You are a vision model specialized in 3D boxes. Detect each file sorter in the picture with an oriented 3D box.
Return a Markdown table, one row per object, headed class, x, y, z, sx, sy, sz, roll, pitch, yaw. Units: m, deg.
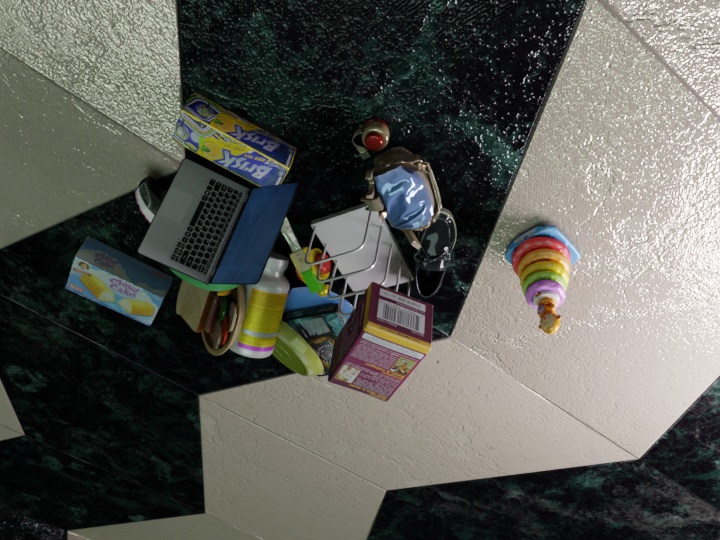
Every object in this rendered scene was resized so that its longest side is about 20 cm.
| class | x | y | z | sx | sy | sz | roll | pitch | yaw |
| --- | --- | --- | --- | --- | --- | --- | --- | --- | --- |
| file sorter | 0.000 | 0.000 | 1.167 | 0.136 | 0.126 | 0.201 | -14 | 130 | 24 |

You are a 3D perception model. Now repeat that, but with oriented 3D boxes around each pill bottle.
| class | x | y | z | sx | sy | sz | roll | pitch | yaw |
| --- | --- | --- | --- | --- | --- | --- | --- | --- | --- |
| pill bottle | -0.203 | 0.064 | 1.233 | 0.102 | 0.104 | 0.204 | 16 | 100 | -5 |

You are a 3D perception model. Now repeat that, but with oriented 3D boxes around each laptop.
| class | x | y | z | sx | sy | sz | roll | pitch | yaw |
| --- | --- | --- | --- | --- | --- | --- | --- | --- | --- |
| laptop | -0.231 | -0.086 | 0.994 | 0.197 | 0.191 | 0.116 | 25 | 157 | -11 |

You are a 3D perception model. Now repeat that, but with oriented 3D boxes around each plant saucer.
| class | x | y | z | sx | sy | sz | roll | pitch | yaw |
| --- | --- | --- | --- | --- | --- | --- | --- | --- | --- |
| plant saucer | -0.166 | 0.170 | 1.354 | 0.198 | 0.031 | 0.201 | 35 | 155 | 19 |

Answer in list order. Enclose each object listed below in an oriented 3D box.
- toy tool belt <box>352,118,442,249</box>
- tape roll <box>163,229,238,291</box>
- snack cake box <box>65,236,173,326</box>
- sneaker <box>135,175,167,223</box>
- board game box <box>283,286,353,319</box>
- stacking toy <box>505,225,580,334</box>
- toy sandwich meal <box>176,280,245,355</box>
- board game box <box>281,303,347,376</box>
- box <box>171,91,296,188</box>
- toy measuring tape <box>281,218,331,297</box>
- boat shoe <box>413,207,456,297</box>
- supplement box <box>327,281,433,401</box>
| class | x | y | z | sx | sy | sz | roll | pitch | yaw |
| --- | --- | --- | --- | --- | --- | --- | --- | --- | --- |
| toy tool belt | 0.058 | -0.141 | 1.022 | 0.123 | 0.124 | 0.201 | -18 | 127 | 26 |
| tape roll | -0.270 | -0.063 | 1.105 | 0.198 | 0.203 | 0.048 | 31 | 133 | -19 |
| snack cake box | -0.524 | 0.026 | 1.333 | 0.197 | 0.068 | 0.115 | 28 | 133 | -16 |
| sneaker | -0.341 | -0.110 | 1.175 | 0.085 | 0.081 | 0.201 | -23 | 134 | 15 |
| board game box | -0.099 | 0.091 | 1.330 | 0.155 | 0.039 | 0.201 | 25 | 133 | -15 |
| stacking toy | 0.324 | 0.030 | 1.079 | 0.109 | 0.203 | 0.115 | 37 | 130 | -24 |
| toy sandwich meal | -0.298 | 0.068 | 1.214 | 0.069 | 0.209 | 0.205 | 9 | 142 | -37 |
| board game box | -0.071 | 0.156 | 1.340 | 0.132 | 0.029 | 0.202 | -10 | 132 | 19 |
| box | -0.214 | -0.216 | 1.046 | 0.197 | 0.065 | 0.070 | 26 | 133 | -15 |
| toy measuring tape | -0.109 | -0.041 | 1.208 | 0.072 | 0.074 | 0.203 | -19 | 105 | 27 |
| boat shoe | 0.138 | -0.030 | 1.156 | 0.073 | 0.063 | 0.203 | 10 | 132 | 3 |
| supplement box | 0.036 | 0.136 | 1.132 | 0.128 | 0.105 | 0.201 | 20 | 135 | -13 |
